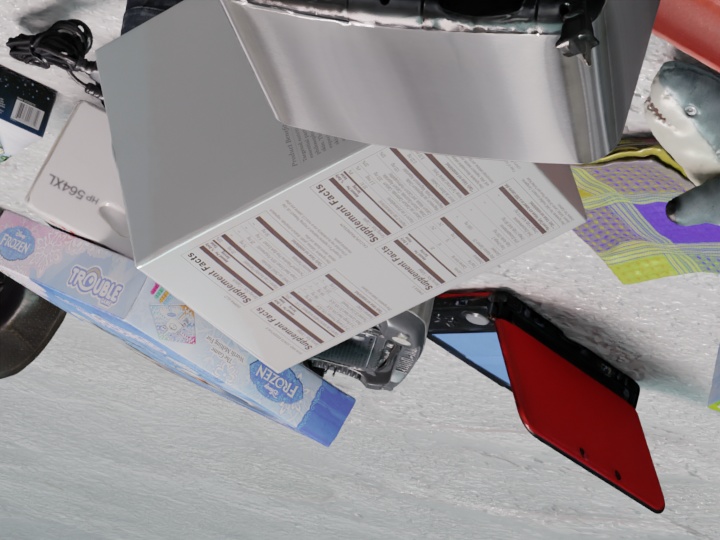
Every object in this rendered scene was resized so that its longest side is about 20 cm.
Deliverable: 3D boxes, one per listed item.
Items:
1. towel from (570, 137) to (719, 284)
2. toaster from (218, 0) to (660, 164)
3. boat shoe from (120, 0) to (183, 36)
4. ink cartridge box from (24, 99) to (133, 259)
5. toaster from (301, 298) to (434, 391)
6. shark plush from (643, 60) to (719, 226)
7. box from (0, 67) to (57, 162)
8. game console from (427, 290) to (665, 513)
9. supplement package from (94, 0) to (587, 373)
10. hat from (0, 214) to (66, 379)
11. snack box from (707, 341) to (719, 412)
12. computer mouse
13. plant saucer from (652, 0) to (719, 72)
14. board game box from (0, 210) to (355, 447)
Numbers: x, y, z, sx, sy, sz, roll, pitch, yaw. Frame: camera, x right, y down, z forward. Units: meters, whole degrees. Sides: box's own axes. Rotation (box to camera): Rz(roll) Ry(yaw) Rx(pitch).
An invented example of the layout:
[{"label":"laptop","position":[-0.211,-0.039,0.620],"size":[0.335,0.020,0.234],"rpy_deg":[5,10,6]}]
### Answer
[{"label":"towel","position":[0.187,-0.037,1.421],"size":[0.143,0.023,0.200],"rpy_deg":[0,155,36]},{"label":"toaster","position":[0.044,-0.148,0.955],"size":[0.180,0.200,0.119],"rpy_deg":[8,150,19]},{"label":"boat shoe","position":[-0.055,-0.113,1.292],"size":[0.200,0.091,0.071],"rpy_deg":[22,160,-18]},{"label":"ink cartridge box","position":[-0.135,-0.033,1.494],"size":[0.146,0.084,0.200],"rpy_deg":[27,173,6]},{"label":"toaster","position":[0.000,0.000,1.504],"size":[0.113,0.129,0.200],"rpy_deg":[16,160,1]},{"label":"shark plush","position":[0.256,-0.063,1.239],"size":[0.200,0.091,0.083],"rpy_deg":[20,131,2]},{"label":"box","position":[-0.333,-0.134,1.525],"size":[0.200,0.038,0.137],"rpy_deg":[25,159,-25]},{"label":"game console","position":[0.134,0.107,1.716],"size":[0.172,0.119,0.200],"rpy_deg":[-3,153,42]},{"label":"supplement package","position":[-0.012,-0.073,1.162],"size":[0.200,0.152,0.151],"rpy_deg":[-27,145,17]},{"label":"hat","position":[-0.348,0.009,1.841],"size":[0.201,0.201,0.081],"rpy_deg":[35,-167,-44]},{"label":"snack box","position":[0.376,0.084,1.543],"size":[0.200,0.068,0.169],"rpy_deg":[20,160,-11]},{"label":"computer mouse","position":[-0.127,-0.114,1.392],"size":[0.200,0.046,0.140],"rpy_deg":[29,174,-17]},{"label":"plant saucer","position":[0.231,-0.146,1.068],"size":[0.199,0.037,0.200],"rpy_deg":[25,158,-26]},{"label":"board game box","position":[-0.134,0.039,1.472],"size":[0.199,0.043,0.200],"rpy_deg":[36,170,-38]}]
